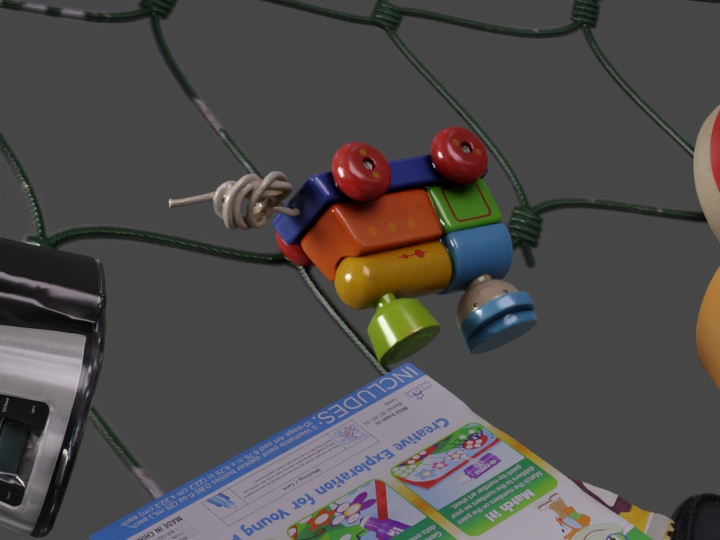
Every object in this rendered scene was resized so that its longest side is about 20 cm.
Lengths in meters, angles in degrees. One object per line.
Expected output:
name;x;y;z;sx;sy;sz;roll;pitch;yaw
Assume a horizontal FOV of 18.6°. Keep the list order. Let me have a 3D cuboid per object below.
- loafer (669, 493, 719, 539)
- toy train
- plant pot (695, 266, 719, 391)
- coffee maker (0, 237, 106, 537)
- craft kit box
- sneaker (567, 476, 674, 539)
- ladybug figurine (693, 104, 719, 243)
loafer;0.190;0.184;1.077;0.068;0.071;0.201;15;40;-15
toy train;0.000;0.000;1.173;0.199;0.085;0.116;-12;66;-38
plant pot;0.287;0.056;1.194;0.199;0.201;0.183;-7;35;-35
coffee maker;-0.217;0.021;0.975;0.199;0.135;0.193;16;40;-15
craft kit box;0.015;0.141;0.979;0.199;0.049;0.197;-26;42;-33
sneaker;0.080;0.171;1.039;0.090;0.075;0.200;22;33;11
ladybug figurine;0.282;-0.061;1.399;0.135;0.072;0.201;17;40;-12
